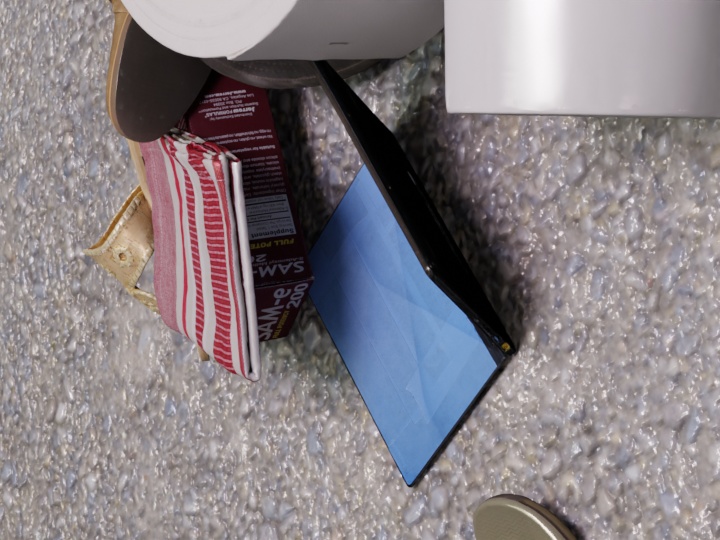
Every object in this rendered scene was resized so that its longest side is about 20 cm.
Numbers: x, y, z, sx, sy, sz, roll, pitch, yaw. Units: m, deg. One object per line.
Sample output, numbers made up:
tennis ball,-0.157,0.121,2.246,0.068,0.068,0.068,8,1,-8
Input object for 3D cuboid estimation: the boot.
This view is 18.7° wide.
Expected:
boot,-0.136,-0.178,1.435,0.075,0.073,0.201,1,74,42

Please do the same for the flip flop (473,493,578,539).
flip flop,0.097,0.226,1.250,0.081,0.057,0.201,-20,74,51

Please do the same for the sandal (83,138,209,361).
sandal,-0.164,-0.032,1.543,0.078,0.069,0.213,-128,25,-81

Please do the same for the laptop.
laptop,0.000,0.000,1.341,0.116,0.200,0.188,-34,57,8

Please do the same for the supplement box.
supplement box,-0.089,-0.061,1.473,0.109,0.061,0.201,118,141,-65

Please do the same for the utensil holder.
utensil holder,0.125,-0.180,1.136,0.170,0.169,0.201,6,97,53

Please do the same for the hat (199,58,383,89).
hat,-0.033,-0.215,1.397,0.081,0.200,0.201,-69,-3,-70

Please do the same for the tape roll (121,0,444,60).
tape roll,-0.038,-0.220,1.228,0.202,0.139,0.204,6,98,44

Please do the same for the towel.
towel,-0.105,-0.015,1.409,0.200,0.023,0.145,-154,56,-69
